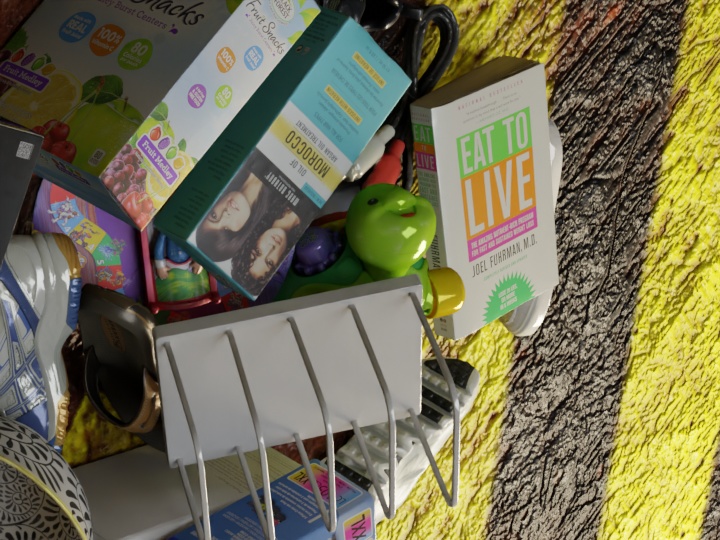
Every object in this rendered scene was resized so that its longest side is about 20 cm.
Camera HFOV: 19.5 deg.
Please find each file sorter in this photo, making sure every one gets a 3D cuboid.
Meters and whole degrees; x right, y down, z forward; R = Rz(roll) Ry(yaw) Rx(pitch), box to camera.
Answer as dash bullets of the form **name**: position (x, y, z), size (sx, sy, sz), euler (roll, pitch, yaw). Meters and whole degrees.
- **file sorter**: position (-0.037, 0.111, 1.513), size (0.198, 0.125, 0.140), euler (-11, 134, -10)

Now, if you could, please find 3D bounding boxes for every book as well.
- **book**: position (0.101, -0.061, 1.737), size (0.133, 0.048, 0.202), euler (-28, 120, -39)

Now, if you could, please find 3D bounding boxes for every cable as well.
- **cable**: position (0.037, -0.125, 1.686), size (0.097, 0.050, 0.200), euler (45, 68, -17)

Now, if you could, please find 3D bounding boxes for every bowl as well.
- **bowl**: position (-0.266, 0.166, 1.479), size (0.094, 0.199, 0.202), euler (-67, 152, -53)

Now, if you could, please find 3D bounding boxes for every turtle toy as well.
- **turtle toy**: position (0.000, 0.000, 1.605), size (0.145, 0.200, 0.102), euler (-12, 80, -29)

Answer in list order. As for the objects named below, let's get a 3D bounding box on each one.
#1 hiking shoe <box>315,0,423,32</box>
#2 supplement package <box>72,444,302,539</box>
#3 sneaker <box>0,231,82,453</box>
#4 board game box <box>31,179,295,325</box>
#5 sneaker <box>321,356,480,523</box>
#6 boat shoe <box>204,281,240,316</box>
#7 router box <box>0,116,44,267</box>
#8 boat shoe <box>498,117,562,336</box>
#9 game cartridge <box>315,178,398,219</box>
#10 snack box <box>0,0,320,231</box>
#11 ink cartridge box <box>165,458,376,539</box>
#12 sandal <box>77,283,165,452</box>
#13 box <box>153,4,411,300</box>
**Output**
- **hiking shoe**: position (-0.047, -0.204, 1.558), size (0.199, 0.100, 0.076), euler (-13, 115, -41)
- **supplement package**: position (-0.149, 0.214, 1.628), size (0.199, 0.121, 0.121), euler (-14, 118, -40)
- **sneaker**: position (-0.254, 0.065, 1.510), size (0.087, 0.075, 0.202), euler (-1, 112, -20)
- **board game box**: position (-0.140, -0.023, 1.529), size (0.200, 0.039, 0.158), euler (38, 92, -21)
- **sneaker**: position (0.030, 0.156, 1.827), size (0.200, 0.075, 0.081), euler (-45, 147, -18)
- **boat shoe**: position (-0.118, -0.014, 1.600), size (0.061, 0.072, 0.202), euler (6, 94, -1)
- **router box**: position (-0.296, -0.019, 1.353), size (0.052, 0.157, 0.202), euler (14, 98, -46)
- **boat shoe**: position (0.132, -0.036, 1.840), size (0.068, 0.072, 0.202), euler (-5, 118, -23)
- **game cartridge**: position (-0.026, 0.021, 1.728), size (0.133, 0.041, 0.202), euler (-22, 122, -41)
- **snack box**: position (-0.152, -0.146, 1.430), size (0.200, 0.168, 0.068), euler (-52, 139, -15)
- **ink cartridge box**: position (-0.082, 0.250, 1.568), size (0.199, 0.076, 0.138), euler (-24, 124, -34)
- **sandal**: position (-0.171, 0.085, 1.554), size (0.201, 0.081, 0.055), euler (78, 32, -55)
- **box**: position (-0.055, -0.085, 1.506), size (0.082, 0.049, 0.201), euler (42, 79, -38)
